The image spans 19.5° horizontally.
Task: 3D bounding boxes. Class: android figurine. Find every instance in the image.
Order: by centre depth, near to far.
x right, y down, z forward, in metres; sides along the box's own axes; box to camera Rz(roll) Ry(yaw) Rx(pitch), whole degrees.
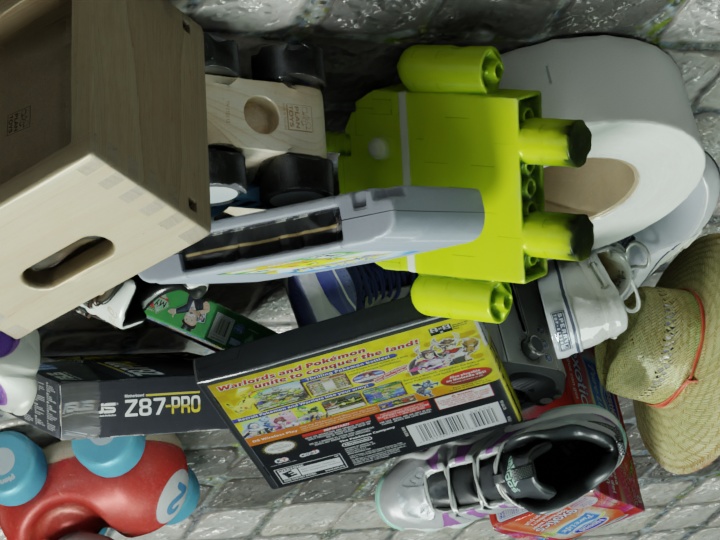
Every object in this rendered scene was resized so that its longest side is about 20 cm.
[{"bbox_3d":[0.059,-0.058,1.374,0.199,0.183,0.041,8,-163,34],"label":"android figurine"}]

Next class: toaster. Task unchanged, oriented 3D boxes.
[{"bbox_3d":[0.065,0.061,1.649,0.113,0.130,0.200,11,150,-38],"label":"toaster"}]

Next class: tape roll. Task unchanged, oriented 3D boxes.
[{"bbox_3d":[0.137,-0.081,1.466,0.201,0.071,0.203,-10,155,-5],"label":"tape roll"}]

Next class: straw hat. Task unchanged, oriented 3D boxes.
[{"bbox_3d":[0.235,0.059,1.684,0.085,0.202,0.201,10,148,-23],"label":"straw hat"}]

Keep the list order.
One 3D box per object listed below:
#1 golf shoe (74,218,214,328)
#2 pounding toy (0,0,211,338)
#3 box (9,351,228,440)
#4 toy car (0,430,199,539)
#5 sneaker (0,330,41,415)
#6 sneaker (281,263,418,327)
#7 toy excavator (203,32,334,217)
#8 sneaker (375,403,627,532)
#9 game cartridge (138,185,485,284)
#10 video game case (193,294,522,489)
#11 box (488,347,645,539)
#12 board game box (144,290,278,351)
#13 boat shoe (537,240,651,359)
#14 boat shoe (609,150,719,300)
[{"bbox_3d":[-0.196,0.000,1.453,0.199,0.095,0.078,-16,156,11],"label":"golf shoe"},{"bbox_3d":[-0.184,-0.067,1.247,0.199,0.185,0.142,-27,139,28],"label":"pounding toy"},{"bbox_3d":[-0.178,0.094,1.604,0.160,0.049,0.200,-3,-176,-22],"label":"box"},{"bbox_3d":[-0.225,0.247,1.823,0.176,0.201,0.184,-16,155,8],"label":"toy car"},{"bbox_3d":[-0.293,0.051,1.473,0.083,0.081,0.200,12,176,-31],"label":"sneaker"},{"bbox_3d":[0.000,0.000,1.548,0.115,0.081,0.199,-22,177,-3],"label":"sneaker"},{"bbox_3d":[-0.081,-0.072,1.383,0.194,0.100,0.200,4,164,-32],"label":"toy excavator"},{"bbox_3d":[0.103,0.150,1.558,0.199,0.078,0.140,-20,-179,3],"label":"sneaker"},{"bbox_3d":[-0.028,-0.021,1.334,0.199,0.041,0.133,-10,179,33],"label":"game cartridge"},{"bbox_3d":[0.003,0.086,1.498,0.199,0.026,0.181,-16,147,8],"label":"video game case"},{"bbox_3d":[0.151,0.115,1.725,0.099,0.201,0.095,-25,151,26],"label":"box"},{"bbox_3d":[-0.106,0.045,1.573,0.134,0.029,0.200,19,174,35],"label":"board game box"},{"bbox_3d":[0.177,0.006,1.572,0.086,0.075,0.202,-14,-168,6],"label":"boat shoe"},{"bbox_3d":[0.233,-0.045,1.605,0.070,0.071,0.200,-36,165,-29],"label":"boat shoe"}]
